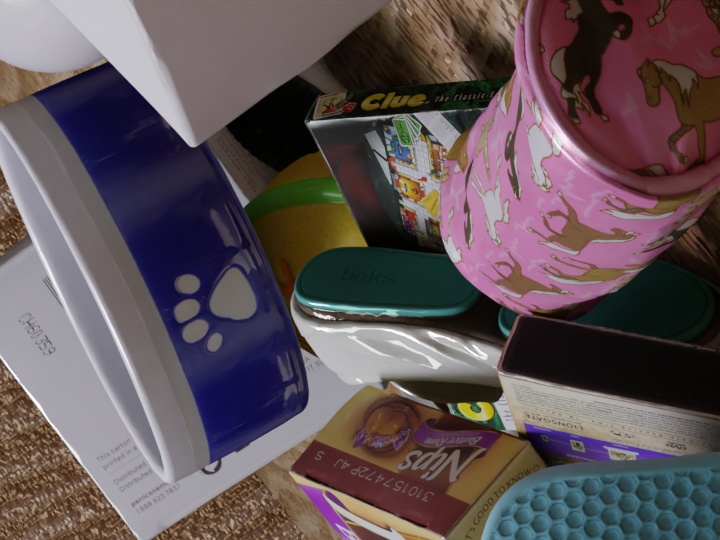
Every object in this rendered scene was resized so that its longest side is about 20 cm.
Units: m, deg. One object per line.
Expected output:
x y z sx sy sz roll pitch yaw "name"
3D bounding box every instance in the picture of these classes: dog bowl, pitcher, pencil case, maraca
-0.105 -0.001 0.908 0.201 0.078 0.200 58 166 24 "dog bowl"
-0.154 -0.167 1.103 0.171 0.122 0.200 41 163 -23 "pitcher"
0.074 -0.041 0.614 0.083 0.087 0.200 32 166 3 "pencil case"
0.000 0.000 0.925 0.136 0.108 0.200 19 157 -8 "maraca"

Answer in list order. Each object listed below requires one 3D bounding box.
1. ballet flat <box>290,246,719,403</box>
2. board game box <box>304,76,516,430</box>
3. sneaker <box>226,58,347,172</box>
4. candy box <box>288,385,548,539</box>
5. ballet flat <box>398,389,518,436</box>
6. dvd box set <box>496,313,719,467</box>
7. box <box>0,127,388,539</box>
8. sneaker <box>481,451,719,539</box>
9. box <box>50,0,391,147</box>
0.064 0.028 0.761 0.199 0.070 0.070 4 140 32 "ballet flat"
0.060 0.000 0.802 0.104 0.024 0.200 -3 135 26 "board game box"
-0.054 -0.122 0.942 0.200 0.089 0.074 38 142 -16 "sneaker"
0.068 0.144 0.771 0.116 0.056 0.200 15 147 56 "candy box"
0.053 0.057 1.046 0.200 0.067 0.064 46 158 27 "ballet flat"
0.141 0.094 0.720 0.146 0.030 0.200 10 149 24 "dvd box set"
-0.107 0.026 1.174 0.200 0.198 0.131 54 -163 -10 "box"
0.152 0.107 0.636 0.199 0.080 0.131 -1 159 21 "sneaker"
-0.087 -0.168 0.760 0.200 0.124 0.098 45 166 32 "box"
